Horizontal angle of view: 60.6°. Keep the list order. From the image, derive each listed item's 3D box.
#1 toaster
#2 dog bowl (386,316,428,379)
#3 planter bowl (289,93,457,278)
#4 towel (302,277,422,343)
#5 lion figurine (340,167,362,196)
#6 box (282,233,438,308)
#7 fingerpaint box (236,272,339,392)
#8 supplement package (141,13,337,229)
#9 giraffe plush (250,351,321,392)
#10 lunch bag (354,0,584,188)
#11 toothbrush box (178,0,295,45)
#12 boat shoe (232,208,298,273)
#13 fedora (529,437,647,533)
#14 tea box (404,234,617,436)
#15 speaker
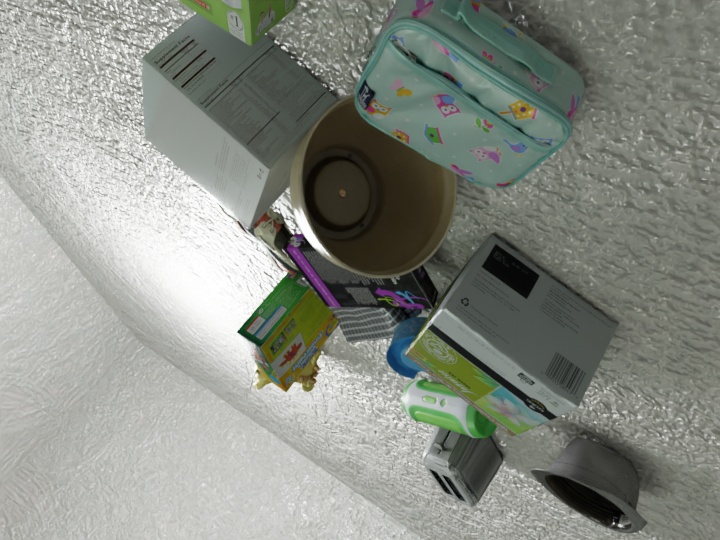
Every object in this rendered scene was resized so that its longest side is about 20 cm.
[{"bbox_3d":[0.213,0.393,1.280,0.112,0.130,0.202,11,143,46],"label":"toaster"},{"bbox_3d":[0.139,0.134,0.981,0.196,0.050,0.112,17,136,-5],"label":"dog bowl"},{"bbox_3d":[-0.001,-0.096,0.736,0.201,0.201,0.134,48,163,-18],"label":"planter bowl"},{"bbox_3d":[-0.005,0.043,1.071,0.166,0.086,0.199,47,154,-13],"label":"towel"},{"bbox_3d":[0.027,-0.078,0.872,0.197,0.073,0.123,29,145,-10],"label":"lion figurine"},{"bbox_3d":[0.000,0.000,0.901,0.197,0.037,0.144,1,141,34],"label":"box"},{"bbox_3d":[-0.132,0.106,1.211,0.072,0.201,0.168,24,151,30],"label":"fingerpaint box"},{"bbox_3d":[-0.167,-0.203,0.828,0.199,0.148,0.191,41,155,-2],"label":"supplement package"},{"bbox_3d":[-0.178,0.218,1.530,0.158,0.204,0.174,9,149,-4],"label":"giraffe plush"},{"bbox_3d":[0.093,-0.166,0.569,0.197,0.078,0.160,28,161,-10],"label":"lunch bag"},{"bbox_3d":[-0.145,-0.360,0.620,0.144,0.086,0.201,34,154,14],"label":"toothbrush box"},{"bbox_3d":[-0.162,-0.072,1.120,0.062,0.072,0.201,3,138,42],"label":"boat shoe"},{"bbox_3d":[0.384,0.341,1.009,0.199,0.091,0.176,40,157,-14],"label":"fedora"},{"bbox_3d":[0.191,0.095,0.830,0.198,0.134,0.197,36,155,7],"label":"tea box"},{"bbox_3d":[0.170,0.263,1.185,0.198,0.089,0.089,0,134,53],"label":"speaker"}]
